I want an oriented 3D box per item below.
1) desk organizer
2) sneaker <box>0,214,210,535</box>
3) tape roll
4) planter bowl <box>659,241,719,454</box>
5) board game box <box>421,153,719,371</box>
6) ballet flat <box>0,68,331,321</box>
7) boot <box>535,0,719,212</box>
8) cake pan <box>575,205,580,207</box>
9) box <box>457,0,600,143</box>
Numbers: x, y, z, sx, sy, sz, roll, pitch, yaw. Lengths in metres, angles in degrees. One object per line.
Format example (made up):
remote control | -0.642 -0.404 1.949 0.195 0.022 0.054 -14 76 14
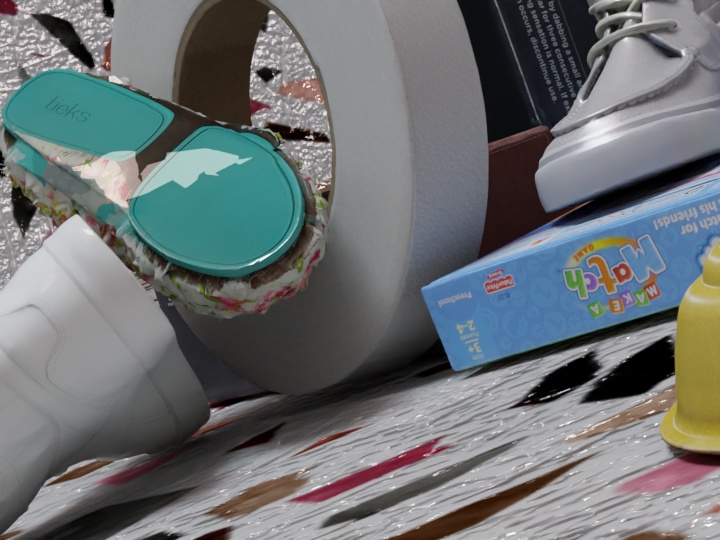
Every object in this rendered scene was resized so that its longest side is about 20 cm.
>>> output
desk organizer | 0.000 0.000 1.025 0.077 0.072 0.200 -21 3 -35
sneaker | -0.120 0.052 0.900 0.116 0.074 0.200 -42 -13 -7
tape roll | -0.028 -0.055 0.940 0.037 0.203 0.203 -12 -2 -34
planter bowl | 0.150 -0.033 0.581 0.200 0.084 0.200 -20 3 1
board game box | 0.137 -0.025 0.890 0.151 0.037 0.200 -19 5 38
ballet flat | -0.065 -0.022 0.928 0.076 0.064 0.200 -38 38 -14
boot | 0.097 -0.083 0.920 0.073 0.096 0.200 -20 4 21
cake pan | 0.114 -0.036 1.162 0.200 0.037 0.200 -21 4 1
box | 0.107 -0.114 1.118 0.196 0.124 0.200 -20 4 -22
